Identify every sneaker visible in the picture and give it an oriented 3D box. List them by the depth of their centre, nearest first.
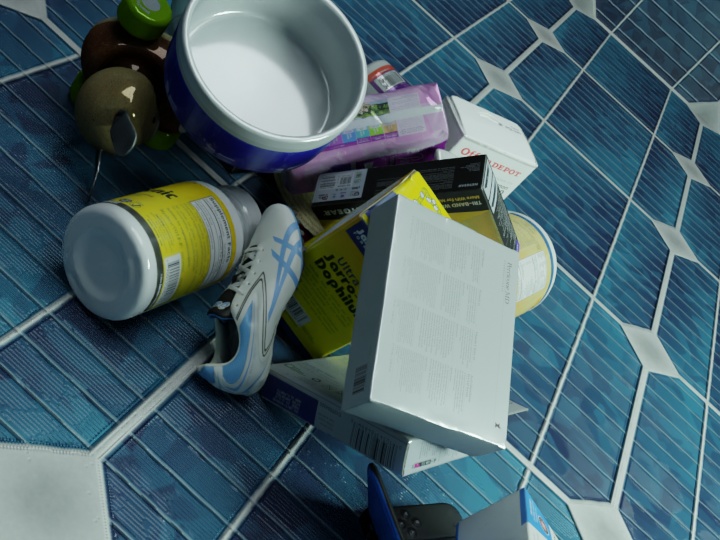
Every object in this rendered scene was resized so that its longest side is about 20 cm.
[{"bbox_3d":[-0.107,0.022,0.964,0.072,0.072,0.201,25,70,-33],"label":"sneaker"}]

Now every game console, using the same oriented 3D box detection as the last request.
[{"bbox_3d":[0.081,0.282,0.881,0.170,0.118,0.200,5,48,-35],"label":"game console"}]

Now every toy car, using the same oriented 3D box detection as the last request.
[{"bbox_3d":[-0.241,-0.168,1.044,0.158,0.164,0.200,27,44,-22],"label":"toy car"}]

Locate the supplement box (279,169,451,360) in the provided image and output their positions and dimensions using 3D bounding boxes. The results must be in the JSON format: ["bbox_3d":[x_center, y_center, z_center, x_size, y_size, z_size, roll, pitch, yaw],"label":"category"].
[{"bbox_3d":[0.000,0.000,1.021,0.110,0.200,0.109,54,47,-6],"label":"supplement box"}]

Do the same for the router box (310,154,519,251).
[{"bbox_3d":[0.065,-0.051,1.104,0.157,0.199,0.052,59,35,-46],"label":"router box"}]

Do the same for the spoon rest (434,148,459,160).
[{"bbox_3d":[0.076,-0.080,1.176,0.060,0.200,0.100,6,68,-20],"label":"spoon rest"}]

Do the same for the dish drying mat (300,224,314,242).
[{"bbox_3d":[-0.017,0.004,1.202,0.077,0.018,0.200,1,50,-48],"label":"dish drying mat"}]

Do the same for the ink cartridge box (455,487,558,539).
[{"bbox_3d":[0.170,0.325,0.887,0.200,0.084,0.146,56,13,-8],"label":"ink cartridge box"}]

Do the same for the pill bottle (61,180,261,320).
[{"bbox_3d":[-0.187,-0.029,0.970,0.111,0.111,0.200,49,32,11],"label":"pill bottle"}]

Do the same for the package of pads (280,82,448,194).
[{"bbox_3d":[-0.001,-0.151,1.132,0.121,0.199,0.076,92,-14,-80],"label":"package of pads"}]

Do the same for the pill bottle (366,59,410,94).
[{"bbox_3d":[0.062,-0.206,1.452,0.200,0.111,0.111,49,32,9],"label":"pill bottle"}]

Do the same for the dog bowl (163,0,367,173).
[{"bbox_3d":[-0.098,-0.205,1.005,0.200,0.079,0.201,10,66,-24],"label":"dog bowl"}]

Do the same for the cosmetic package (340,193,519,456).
[{"bbox_3d":[0.069,0.051,0.884,0.150,0.052,0.201,23,61,-25],"label":"cosmetic package"}]

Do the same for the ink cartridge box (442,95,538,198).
[{"bbox_3d":[0.120,-0.126,1.334,0.145,0.200,0.085,15,41,-36],"label":"ink cartridge box"}]

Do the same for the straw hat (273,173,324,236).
[{"bbox_3d":[-0.014,-0.128,1.236,0.201,0.085,0.201,31,41,-31],"label":"straw hat"}]

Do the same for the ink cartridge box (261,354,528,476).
[{"bbox_3d":[0.036,0.136,0.990,0.196,0.043,0.200,21,15,40],"label":"ink cartridge box"}]

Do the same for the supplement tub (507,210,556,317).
[{"bbox_3d":[0.156,0.005,1.271,0.145,0.145,0.200,51,33,14],"label":"supplement tub"}]

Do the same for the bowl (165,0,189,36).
[{"bbox_3d":[-0.153,-0.269,1.160,0.201,0.201,0.105,36,55,-11],"label":"bowl"}]

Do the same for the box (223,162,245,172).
[{"bbox_3d":[-0.134,-0.206,1.299,0.200,0.046,0.159,-12,61,-53],"label":"box"}]
